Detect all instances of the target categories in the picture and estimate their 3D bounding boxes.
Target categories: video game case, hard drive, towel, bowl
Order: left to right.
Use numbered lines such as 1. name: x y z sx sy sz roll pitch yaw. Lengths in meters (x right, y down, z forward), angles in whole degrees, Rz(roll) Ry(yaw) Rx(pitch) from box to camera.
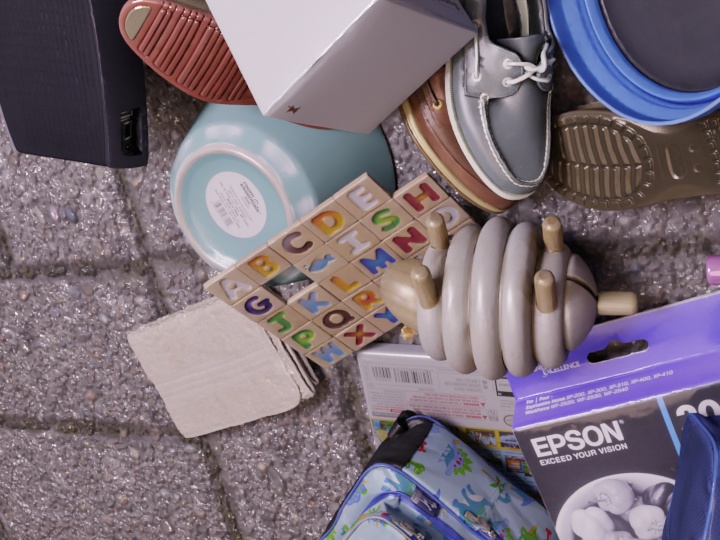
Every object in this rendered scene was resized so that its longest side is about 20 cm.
1. hard drive: -0.231 -0.177 0.768 0.134 0.042 0.201 11 119 24
2. towel: -0.139 0.091 1.009 0.199 0.034 0.133 -19 103 36
3. bowl: -0.081 -0.066 0.850 0.199 0.105 0.202 13 121 22
4. video game case: 0.102 0.153 0.916 0.199 0.023 0.183 1 115 27
5. bowl: 0.188 -0.192 0.617 0.200 0.039 0.202 40 137 51

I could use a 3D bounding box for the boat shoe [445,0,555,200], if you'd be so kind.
1. boat shoe: 0.100 -0.149 0.698 0.062 0.072 0.202 -179 79 -68

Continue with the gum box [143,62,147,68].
1. gum box: -0.187 -0.212 0.824 0.199 0.113 0.066 -29 99 36

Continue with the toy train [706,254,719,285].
1. toy train: 0.327 0.014 0.695 0.150 0.056 0.201 -32 97 35

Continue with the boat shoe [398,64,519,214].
1. boat shoe: 0.067 -0.135 0.752 0.067 0.072 0.201 -30 96 38

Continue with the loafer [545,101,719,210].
1. loafer: 0.214 -0.085 0.704 0.199 0.067 0.077 7 115 43

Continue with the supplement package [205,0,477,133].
1. supplement package: -0.033 -0.211 0.690 0.117 0.117 0.201 -38 68 30

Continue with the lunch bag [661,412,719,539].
1. lunch bag: 0.288 0.194 0.702 0.131 0.136 0.202 10 99 8

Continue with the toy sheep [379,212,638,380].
1. toy sheep: 0.111 0.020 0.775 0.198 0.138 0.139 6 118 20

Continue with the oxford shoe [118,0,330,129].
1. oxford shoe: -0.087 -0.169 0.759 0.199 0.074 0.071 18 139 -33

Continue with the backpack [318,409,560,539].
1. backpack: 0.068 0.258 0.884 0.199 0.147 0.184 34 128 5

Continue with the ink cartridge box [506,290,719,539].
1. ink cartridge box: 0.229 0.134 0.808 0.197 0.043 0.201 -19 104 26

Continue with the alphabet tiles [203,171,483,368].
1. alphabet tiles: 0.000 0.000 0.828 0.199 0.008 0.167 -33 136 19
